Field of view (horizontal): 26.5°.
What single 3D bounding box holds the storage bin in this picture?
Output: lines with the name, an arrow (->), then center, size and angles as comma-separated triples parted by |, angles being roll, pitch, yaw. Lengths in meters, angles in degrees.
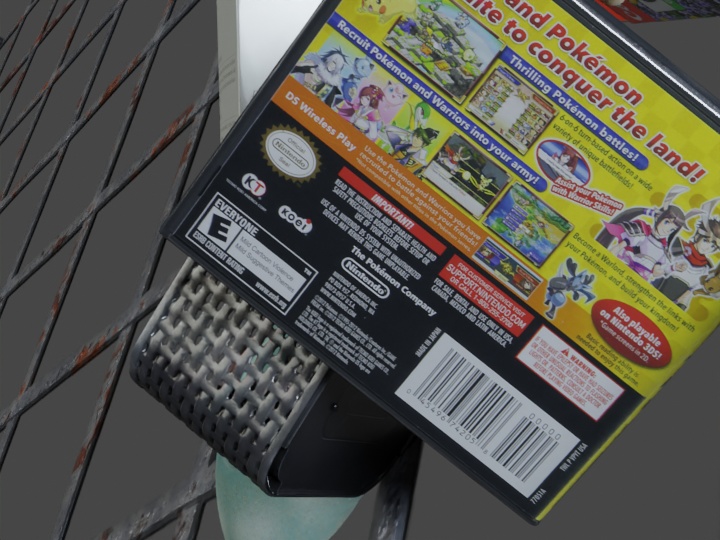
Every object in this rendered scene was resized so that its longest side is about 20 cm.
storage bin -> 0.000, 0.000, 0.725 | 0.094, 0.135, 0.201 | 36, 98, 25

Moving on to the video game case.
video game case -> 0.049, -0.024, 0.605 | 0.181, 0.200, 0.026 | -51, 2, 21

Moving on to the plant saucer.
plant saucer -> -0.036, 0.075, 0.871 | 0.201, 0.039, 0.202 | -47, 25, 30

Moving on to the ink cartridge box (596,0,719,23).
ink cartridge box -> 0.158, -0.181, 0.750 | 0.109, 0.050, 0.200 | -63, 23, -5

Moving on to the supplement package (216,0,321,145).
supplement package -> -0.021, -0.141, 0.870 | 0.117, 0.116, 0.202 | -167, 75, -80

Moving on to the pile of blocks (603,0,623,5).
pile of blocks -> 0.077, -0.140, 0.628 | 0.199, 0.062, 0.082 | -33, 64, 0
